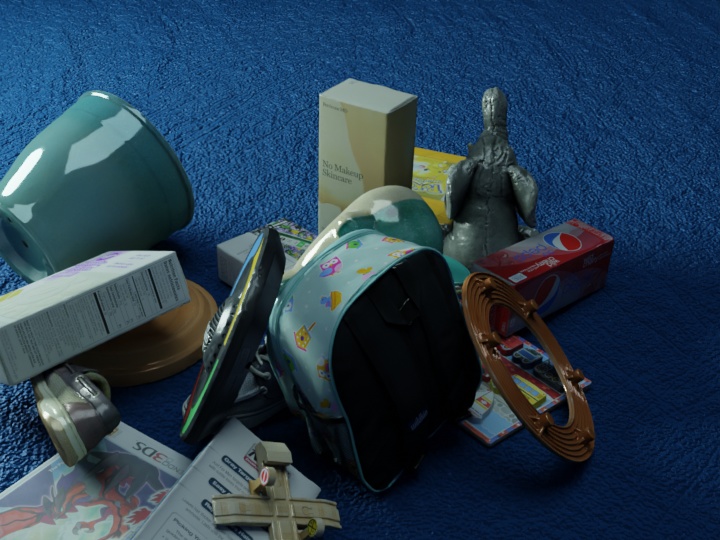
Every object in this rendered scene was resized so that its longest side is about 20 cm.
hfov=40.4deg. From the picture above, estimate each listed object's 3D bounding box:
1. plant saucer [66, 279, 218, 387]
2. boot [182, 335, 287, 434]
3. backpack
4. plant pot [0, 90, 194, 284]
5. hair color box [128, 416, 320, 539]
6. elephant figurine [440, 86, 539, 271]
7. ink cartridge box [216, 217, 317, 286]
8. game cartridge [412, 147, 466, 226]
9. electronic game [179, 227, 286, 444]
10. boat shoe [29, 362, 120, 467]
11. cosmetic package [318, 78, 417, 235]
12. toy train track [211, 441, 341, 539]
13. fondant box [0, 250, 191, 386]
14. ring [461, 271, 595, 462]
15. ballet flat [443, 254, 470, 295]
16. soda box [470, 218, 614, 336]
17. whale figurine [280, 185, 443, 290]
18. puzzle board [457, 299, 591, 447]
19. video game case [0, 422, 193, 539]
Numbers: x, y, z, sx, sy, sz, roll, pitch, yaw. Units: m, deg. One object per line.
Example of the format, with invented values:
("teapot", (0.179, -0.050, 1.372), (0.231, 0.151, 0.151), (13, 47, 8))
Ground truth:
("plant saucer", (-0.256, 0.055, 1.074), (0.199, 0.032, 0.201), (1, 31, 0))
("boot", (-0.086, 0.087, 0.966), (0.199, 0.091, 0.073), (-19, 36, -29))
("backpack", (0.007, 0.064, 0.876), (0.176, 0.201, 0.153), (-38, 46, -26))
("plant pot", (-0.332, -0.077, 1.152), (0.199, 0.201, 0.188), (22, 52, 31))
("hair color box", (-0.121, 0.215, 0.749), (0.100, 0.061, 0.200), (40, 38, -1))
("elephant figurine", (0.149, -0.091, 1.158), (0.141, 0.201, 0.155), (-18, 36, -29))
("ink cartridge box", (-0.064, 0.009, 1.134), (0.109, 0.051, 0.200), (-26, 40, -37))
("game cartridge", (0.075, -0.115, 1.361), (0.175, 0.033, 0.200), (14, 33, 21))
("electronic game", (-0.115, 0.056, 0.858), (0.041, 0.201, 0.200), (22, 30, -11))
("boat shoe", (-0.259, 0.120, 0.890), (0.065, 0.072, 0.200), (-23, 14, -18))
("cosmetic package", (0.007, -0.124, 1.210), (0.105, 0.201, 0.071), (19, 35, 28))
("toy train track", (-0.047, 0.216, 0.734), (0.114, 0.033, 0.201), (12, 48, -34))
("fondant box", (-0.291, 0.040, 0.967), (0.200, 0.059, 0.144), (-26, 18, -38))
("ring", (0.163, 0.084, 0.913), (0.019, 0.200, 0.201), (-34, 21, 25))
("ballet flat", (0.048, -0.002, 1.143), (0.200, 0.071, 0.071), (28, 40, 31))
("soda box", (0.207, 0.005, 1.113), (0.199, 0.070, 0.063), (-21, 38, -40))
("whale figurine", (0.000, 0.000, 1.026), (0.199, 0.159, 0.104), (-32, 65, -15))
("puzzle board", (0.118, 0.097, 1.026), (0.150, 0.017, 0.200), (-22, 38, -33))
("video game case", (-0.220, 0.214, 0.822), (0.182, 0.023, 0.200), (20, 36, 29))
